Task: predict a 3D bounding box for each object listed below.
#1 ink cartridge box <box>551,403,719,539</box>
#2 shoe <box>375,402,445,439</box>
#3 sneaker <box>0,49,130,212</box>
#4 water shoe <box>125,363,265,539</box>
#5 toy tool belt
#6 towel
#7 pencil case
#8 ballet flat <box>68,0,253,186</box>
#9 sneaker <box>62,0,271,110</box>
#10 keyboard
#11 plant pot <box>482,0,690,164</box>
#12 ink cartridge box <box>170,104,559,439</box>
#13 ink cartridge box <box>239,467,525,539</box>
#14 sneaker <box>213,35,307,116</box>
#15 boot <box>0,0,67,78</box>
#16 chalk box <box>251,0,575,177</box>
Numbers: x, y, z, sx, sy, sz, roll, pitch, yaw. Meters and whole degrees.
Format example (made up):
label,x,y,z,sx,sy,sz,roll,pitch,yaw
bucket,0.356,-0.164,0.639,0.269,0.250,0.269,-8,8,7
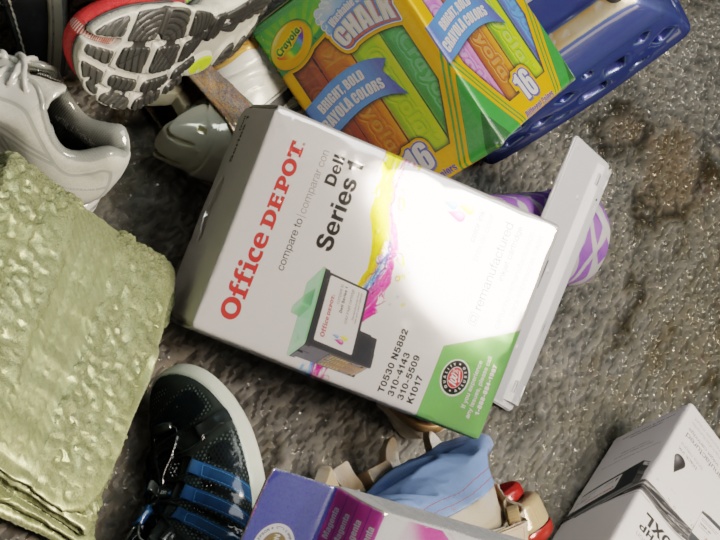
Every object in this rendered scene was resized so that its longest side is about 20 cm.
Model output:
label,x,y,z,sx,sy,sz,roll,pitch,yaw
ink cartridge box,0.222,0.214,1.303,0.145,0.084,0.200,52,38,-6
shoe,-0.003,0.028,1.223,0.070,0.053,0.201,-28,81,-20
sneaker,-0.220,-0.107,1.049,0.200,0.081,0.075,37,44,-22
water shoe,-0.097,0.144,1.014,0.079,0.071,0.201,5,60,-43
toy tool belt,0.045,0.148,1.127,0.200,0.124,0.124,-29,95,-53
towel,-0.182,0.043,1.006,0.148,0.036,0.201,38,50,-30
pencil case,0.105,-0.025,1.347,0.085,0.084,0.199,39,26,31
ballet flat,-0.122,-0.109,1.176,0.200,0.068,0.067,50,42,6
sneaker,-0.133,-0.158,1.108,0.085,0.077,0.200,38,27,10
keyboard,0.133,0.003,1.317,0.056,0.011,0.201,31,79,-45
plant pot,0.116,-0.213,1.351,0.201,0.199,0.180,58,11,4
ink cartridge box,0.000,0.000,1.118,0.199,0.084,0.146,22,88,-16
ink cartridge box,0.000,0.226,0.991,0.199,0.043,0.197,21,93,-37
sneaker,-0.034,-0.117,1.280,0.199,0.075,0.088,-9,87,-47
boot,-0.256,-0.197,1.071,0.153,0.205,0.074,-9,32,-10
chalk box,0.023,-0.162,1.203,0.200,0.125,0.124,54,40,-5
